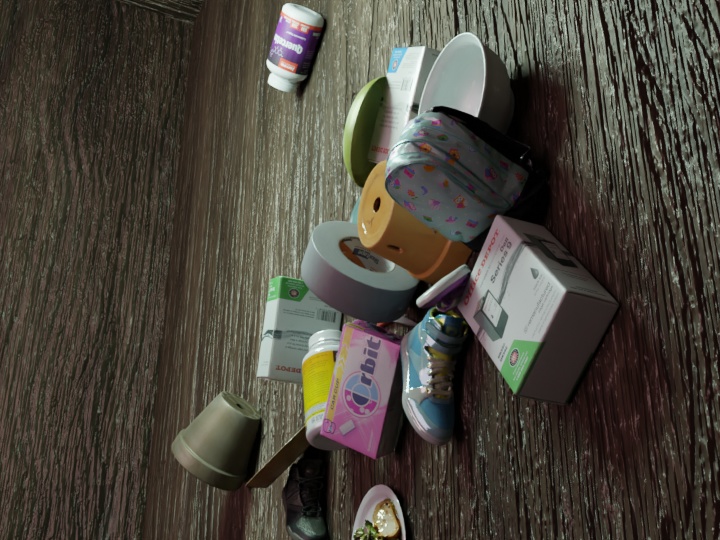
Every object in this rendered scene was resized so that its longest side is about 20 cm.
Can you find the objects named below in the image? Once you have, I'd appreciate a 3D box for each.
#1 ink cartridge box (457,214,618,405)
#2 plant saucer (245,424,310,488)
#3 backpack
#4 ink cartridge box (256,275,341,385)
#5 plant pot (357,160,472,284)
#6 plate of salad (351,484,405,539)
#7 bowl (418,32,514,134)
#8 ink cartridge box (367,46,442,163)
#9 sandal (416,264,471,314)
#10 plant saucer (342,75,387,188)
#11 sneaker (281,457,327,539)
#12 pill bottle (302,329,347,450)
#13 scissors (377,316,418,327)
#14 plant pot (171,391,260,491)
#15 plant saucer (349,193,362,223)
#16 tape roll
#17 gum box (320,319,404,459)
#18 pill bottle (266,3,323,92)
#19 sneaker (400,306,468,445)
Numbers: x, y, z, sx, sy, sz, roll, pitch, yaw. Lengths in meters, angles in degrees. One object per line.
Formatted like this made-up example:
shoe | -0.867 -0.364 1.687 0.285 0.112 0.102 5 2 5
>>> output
ink cartridge box | 0.212 0.044 1.072 0.201 0.082 0.149 -119 46 -57
plant saucer | -0.144 0.365 1.698 0.200 0.035 0.200 -44 -5 -5
backpack | 0.131 -0.124 1.170 0.167 0.198 0.128 -42 17 49
ink cartridge box | -0.120 0.127 1.726 0.083 0.143 0.205 165 115 -65
plant pot | 0.084 -0.090 1.359 0.200 0.137 0.205 -39 45 54
plate of salad | 0.018 0.450 1.388 0.200 0.047 0.205 141 134 -56
bowl | 0.169 -0.244 1.289 0.200 0.088 0.207 -169 90 -67
ink cartridge box | 0.093 -0.274 1.485 0.146 0.082 0.205 -148 69 -66
sandal | 0.134 0.032 1.202 0.082 0.202 0.050 -41 81 16
plant saucer | 0.015 -0.253 1.559 0.030 0.199 0.205 16 97 22
sneaker | -0.102 0.435 1.637 0.200 0.074 0.117 -121 40 -64
pill bottle | -0.052 0.216 1.576 0.110 0.107 0.204 -52 36 46
scissors | 0.055 0.075 1.508 0.199 0.014 0.075 155 124 -64
plant pot | -0.330 0.399 2.075 0.176 0.198 0.200 -58 27 6
plant saucer | 0.015 -0.083 1.639 0.200 0.038 0.206 -168 89 -68
tape roll | 0.000 0.000 1.436 0.067 0.196 0.202 -66 27 26
gum box | 0.014 0.189 1.412 0.111 0.066 0.205 17 99 29
pill bottle | -0.171 -0.563 2.185 0.113 0.110 0.204 -121 46 -57
sneaker | 0.115 0.141 1.261 0.132 0.078 0.203 122 148 -42
